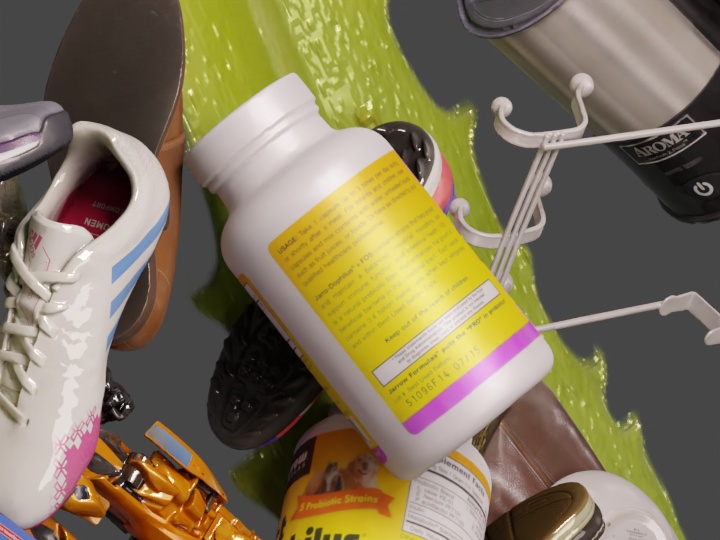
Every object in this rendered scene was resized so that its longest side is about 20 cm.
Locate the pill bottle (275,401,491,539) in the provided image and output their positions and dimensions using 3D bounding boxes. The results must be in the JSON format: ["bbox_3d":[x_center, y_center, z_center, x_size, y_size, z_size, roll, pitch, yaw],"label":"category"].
[{"bbox_3d":[0.008,0.150,1.578,0.109,0.109,0.201,36,48,-32],"label":"pill bottle"}]

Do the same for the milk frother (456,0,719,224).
[{"bbox_3d":[0.178,-0.168,1.715,0.188,0.180,0.200,40,26,-31],"label":"milk frother"}]

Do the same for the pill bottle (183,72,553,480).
[{"bbox_3d":[0.000,0.000,1.518,0.104,0.104,0.200,-37,88,-29],"label":"pill bottle"}]

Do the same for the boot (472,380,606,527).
[{"bbox_3d":[0.101,0.184,1.699,0.200,0.064,0.187,51,52,-29],"label":"boot"}]

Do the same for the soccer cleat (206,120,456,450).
[{"bbox_3d":[-0.010,0.018,1.615,0.200,0.068,0.073,-59,147,-12],"label":"soccer cleat"}]

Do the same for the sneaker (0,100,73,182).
[{"bbox_3d":[-0.237,-0.066,1.396,0.199,0.074,0.088,-16,94,-4],"label":"sneaker"}]

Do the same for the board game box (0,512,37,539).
[{"bbox_3d":[-0.143,0.219,1.431,0.200,0.045,0.135,43,43,-39],"label":"board game box"}]

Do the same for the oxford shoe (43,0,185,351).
[{"bbox_3d":[-0.121,-0.056,1.536,0.071,0.071,0.201,39,54,-71],"label":"oxford shoe"}]

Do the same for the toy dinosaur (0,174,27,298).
[{"bbox_3d":[-0.200,-0.060,1.480,0.088,0.047,0.201,-20,104,-49],"label":"toy dinosaur"}]

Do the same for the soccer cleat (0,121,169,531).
[{"bbox_3d":[-0.150,0.022,1.431,0.086,0.070,0.201,58,47,-63],"label":"soccer cleat"}]

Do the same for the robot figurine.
[{"bbox_3d":[-0.142,0.119,1.521,0.200,0.058,0.145,44,65,-29],"label":"robot figurine"}]

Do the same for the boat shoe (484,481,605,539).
[{"bbox_3d":[0.064,0.200,1.635,0.200,0.073,0.065,-45,106,8],"label":"boat shoe"}]

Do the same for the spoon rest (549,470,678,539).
[{"bbox_3d":[0.178,0.175,1.705,0.199,0.061,0.100,17,71,-24],"label":"spoon rest"}]

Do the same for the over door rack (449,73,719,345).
[{"bbox_3d":[0.133,-0.031,1.648,0.199,0.067,0.148,-1,128,-30],"label":"over door rack"}]
